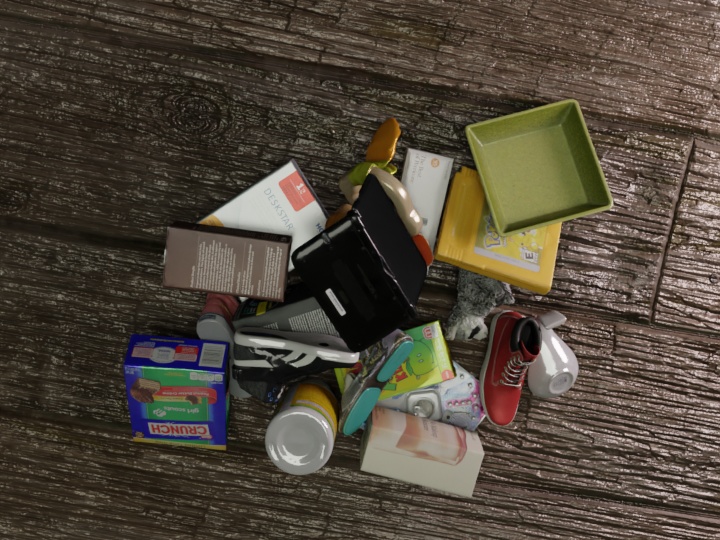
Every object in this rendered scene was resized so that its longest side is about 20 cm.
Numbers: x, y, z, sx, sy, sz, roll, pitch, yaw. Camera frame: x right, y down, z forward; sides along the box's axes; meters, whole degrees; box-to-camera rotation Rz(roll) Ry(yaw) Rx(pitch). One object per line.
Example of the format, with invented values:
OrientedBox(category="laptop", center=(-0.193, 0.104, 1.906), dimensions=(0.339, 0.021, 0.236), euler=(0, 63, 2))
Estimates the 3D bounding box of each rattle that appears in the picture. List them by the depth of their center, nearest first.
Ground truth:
OrientedBox(category="rattle", center=(0.070, -0.123, 1.418), dimensions=(0.199, 0.144, 0.130), euler=(40, 135, -13))

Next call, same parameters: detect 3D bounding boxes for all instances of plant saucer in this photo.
OrientedBox(category="plant saucer", center=(0.291, -0.164, 1.421), dimensions=(0.197, 0.048, 0.202), euler=(-15, 75, -3))

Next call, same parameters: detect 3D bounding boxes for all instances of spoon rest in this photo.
OrientedBox(category="spoon rest", center=(0.330, 0.144, 1.481), dimensions=(0.098, 0.061, 0.202), euler=(-21, 130, -9))

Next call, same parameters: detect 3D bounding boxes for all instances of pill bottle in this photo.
OrientedBox(category="pill bottle", center=(-0.092, 0.252, 1.441), dimensions=(0.109, 0.200, 0.113), euler=(1, 101, 3))

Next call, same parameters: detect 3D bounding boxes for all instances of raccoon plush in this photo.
OrientedBox(category="raccoon plush", center=(0.174, 0.025, 1.484), dimensions=(0.133, 0.097, 0.202), euler=(-33, 72, 17))

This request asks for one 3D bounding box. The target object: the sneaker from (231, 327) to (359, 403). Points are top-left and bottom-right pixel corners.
OrientedBox(category="sneaker", center=(-0.104, 0.157, 1.346), dimensions=(0.197, 0.073, 0.113), euler=(8, 105, 6))

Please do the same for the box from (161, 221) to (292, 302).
OrientedBox(category="box", center=(-0.213, -0.015, 1.384), dimensions=(0.197, 0.075, 0.102), euler=(8, 101, -4))

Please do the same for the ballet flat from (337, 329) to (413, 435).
OrientedBox(category="ballet flat", center=(0.013, 0.180, 1.442), dimensions=(0.072, 0.072, 0.201), euler=(33, 97, -6))

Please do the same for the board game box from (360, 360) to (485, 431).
OrientedBox(category="board game box", center=(0.114, 0.248, 1.534), dimensions=(0.199, 0.026, 0.201), euler=(37, 97, -7))

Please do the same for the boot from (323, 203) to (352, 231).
OrientedBox(category="boot", center=(0.000, -0.001, 1.385), dimensions=(0.070, 0.144, 0.202), euler=(-24, 111, 26))

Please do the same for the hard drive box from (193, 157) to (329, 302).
OrientedBox(category="hard drive box", center=(-0.157, -0.070, 1.449), dimensions=(0.199, 0.077, 0.157), euler=(-33, 99, 5))

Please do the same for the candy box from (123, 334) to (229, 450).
OrientedBox(category="candy box", center=(-0.306, 0.209, 1.454), dimensions=(0.167, 0.078, 0.202), euler=(5, 132, -2))

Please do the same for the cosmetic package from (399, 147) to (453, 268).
OrientedBox(category="cosmetic package", center=(0.097, -0.101, 1.460), dimensions=(0.081, 0.051, 0.203), euler=(11, 100, -4))

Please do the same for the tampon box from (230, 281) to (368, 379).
OrientedBox(category="tampon box", center=(-0.097, 0.095, 1.441), dimensions=(0.198, 0.150, 0.128), euler=(-17, 101, 2))

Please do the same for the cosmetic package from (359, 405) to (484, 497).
OrientedBox(category="cosmetic package", center=(0.103, 0.310, 1.481), dimensions=(0.197, 0.103, 0.088), euler=(15, 101, -5))

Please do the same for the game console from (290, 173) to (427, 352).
OrientedBox(category="game console", center=(0.004, -0.010, 1.311), dimensions=(0.175, 0.117, 0.201), euler=(-33, 116, 1))

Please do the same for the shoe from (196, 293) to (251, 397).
OrientedBox(category="shoe", center=(-0.223, 0.125, 1.487), dimensions=(0.071, 0.092, 0.202), euler=(-8, 130, 13))

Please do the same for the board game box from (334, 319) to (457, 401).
OrientedBox(category="board game box", center=(0.057, 0.163, 1.483), dimensions=(0.198, 0.048, 0.103), euler=(-18, 87, 11))

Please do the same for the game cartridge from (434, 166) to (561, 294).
OrientedBox(category="game cartridge", center=(0.235, -0.070, 1.432), dimensions=(0.198, 0.032, 0.178), euler=(18, 65, -5))

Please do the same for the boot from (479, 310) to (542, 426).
OrientedBox(category="boot", center=(0.258, 0.174, 1.450), dimensions=(0.071, 0.144, 0.203), euler=(4, 93, -10))
